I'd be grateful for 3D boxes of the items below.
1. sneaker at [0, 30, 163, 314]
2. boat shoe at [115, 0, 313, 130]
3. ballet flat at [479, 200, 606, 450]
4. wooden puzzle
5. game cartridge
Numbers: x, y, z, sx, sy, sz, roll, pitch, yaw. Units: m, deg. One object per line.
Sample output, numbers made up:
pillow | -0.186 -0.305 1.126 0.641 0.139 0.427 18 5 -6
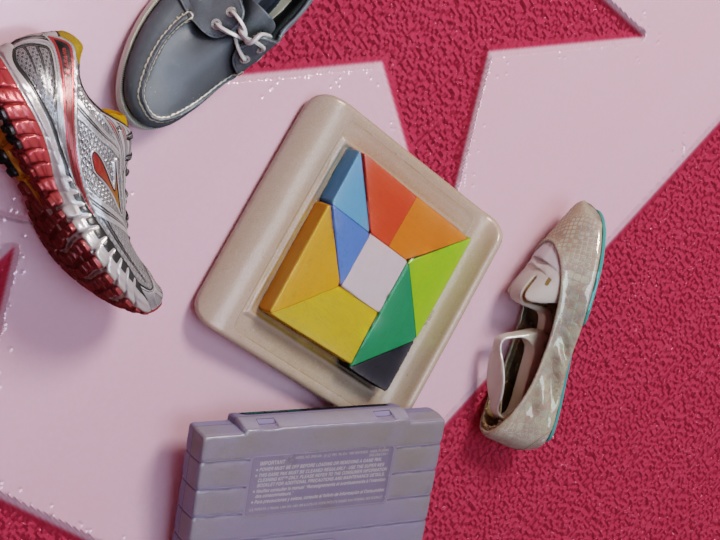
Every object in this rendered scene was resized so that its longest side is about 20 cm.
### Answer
sneaker | -0.170 -0.059 1.108 0.082 0.078 0.200 -35 118 -24
boat shoe | -0.082 -0.171 1.151 0.200 0.062 0.073 -49 122 -15
ballet flat | 0.138 0.041 1.345 0.062 0.067 0.201 11 94 -25
wooden puzzle | 0.000 0.000 1.259 0.200 0.037 0.185 34 81 -34
game cartridge | -0.038 0.161 1.258 0.199 0.038 0.130 -1 106 -31
